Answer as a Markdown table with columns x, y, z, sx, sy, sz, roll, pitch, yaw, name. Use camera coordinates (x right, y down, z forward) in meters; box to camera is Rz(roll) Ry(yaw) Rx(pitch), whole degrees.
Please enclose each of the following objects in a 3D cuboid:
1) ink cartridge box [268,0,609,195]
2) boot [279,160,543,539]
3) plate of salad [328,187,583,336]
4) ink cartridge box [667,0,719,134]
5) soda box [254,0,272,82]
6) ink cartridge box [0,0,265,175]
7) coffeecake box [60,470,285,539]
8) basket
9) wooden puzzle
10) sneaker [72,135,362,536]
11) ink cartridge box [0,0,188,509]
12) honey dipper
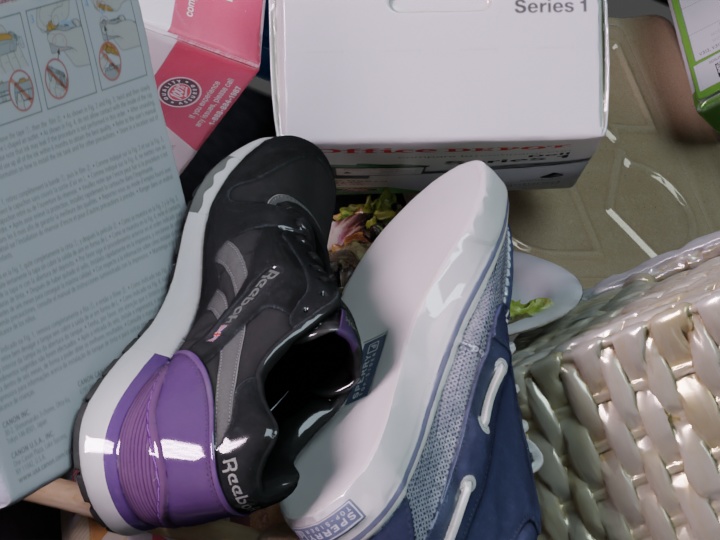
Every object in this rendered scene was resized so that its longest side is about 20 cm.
| x | y | z | sx | sy | sz | roll | pitch | yaw | name |
| --- | --- | --- | --- | --- | --- | --- | --- | --- | --- |
| 0.035 | -0.086 | 1.079 | 0.146 | 0.200 | 0.084 | -2 | 86 | 2 | ink cartridge box |
| 0.035 | 0.052 | 0.924 | 0.090 | 0.073 | 0.200 | 45 | 46 | -23 | boot |
| 0.000 | 0.000 | 1.053 | 0.200 | 0.048 | 0.200 | 0 | 14 | 0 | plate of salad |
| 0.234 | -0.151 | 1.335 | 0.148 | 0.076 | 0.200 | 36 | 37 | -47 | ink cartridge box |
| -0.005 | -0.178 | 1.159 | 0.064 | 0.200 | 0.068 | 18 | 48 | -20 | soda box |
| -0.159 | -0.116 | 1.050 | 0.200 | 0.146 | 0.085 | 17 | 55 | -20 | ink cartridge box |
| -0.023 | 0.122 | 1.003 | 0.200 | 0.073 | 0.154 | 9 | 53 | -26 | coffeecake box |
| 0.172 | 0.090 | 1.002 | 0.200 | 0.198 | 0.161 | 66 | 25 | -3 | basket |
| 0.102 | -0.058 | 1.246 | 0.200 | 0.046 | 0.185 | -3 | 57 | -28 | wooden puzzle |
| -0.029 | 0.023 | 0.901 | 0.076 | 0.087 | 0.200 | 62 | 35 | -35 | sneaker |
| -0.126 | -0.029 | 0.876 | 0.163 | 0.057 | 0.200 | -30 | 105 | -60 | ink cartridge box |
| -0.104 | 0.089 | 0.919 | 0.200 | 0.038 | 0.038 | 9 | 37 | 28 | honey dipper |
